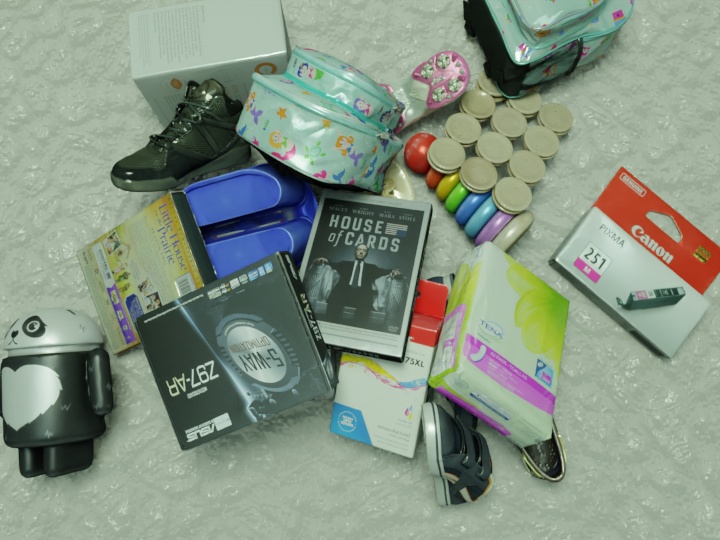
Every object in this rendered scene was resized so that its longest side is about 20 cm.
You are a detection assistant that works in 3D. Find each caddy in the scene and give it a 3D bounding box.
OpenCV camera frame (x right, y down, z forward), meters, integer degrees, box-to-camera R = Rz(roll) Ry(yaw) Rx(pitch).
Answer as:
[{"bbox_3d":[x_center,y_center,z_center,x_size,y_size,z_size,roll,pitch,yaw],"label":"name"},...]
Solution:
[{"bbox_3d":[-0.150,-0.059,0.850,0.194,0.105,0.146,-12,97,14],"label":"caddy"}]

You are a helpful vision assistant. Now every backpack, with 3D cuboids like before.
[{"bbox_3d":[-0.047,-0.177,0.787,0.175,0.199,0.154,32,112,21],"label":"backpack"},{"bbox_3d":[0.255,-0.354,0.858,0.194,0.154,0.180,-18,72,-11],"label":"backpack"}]

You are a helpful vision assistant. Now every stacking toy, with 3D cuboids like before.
[{"bbox_3d":[0.137,-0.109,0.871,0.085,0.085,0.200,-42,79,-4],"label":"stacking toy"}]

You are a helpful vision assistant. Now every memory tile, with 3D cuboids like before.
[{"bbox_3d":[0.187,-0.177,0.864,0.151,0.017,0.202,31,64,9],"label":"memory tile"}]

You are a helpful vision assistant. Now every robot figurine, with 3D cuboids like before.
[{"bbox_3d":[-0.386,0.150,0.818,0.145,0.124,0.207,-2,83,-18],"label":"robot figurine"}]

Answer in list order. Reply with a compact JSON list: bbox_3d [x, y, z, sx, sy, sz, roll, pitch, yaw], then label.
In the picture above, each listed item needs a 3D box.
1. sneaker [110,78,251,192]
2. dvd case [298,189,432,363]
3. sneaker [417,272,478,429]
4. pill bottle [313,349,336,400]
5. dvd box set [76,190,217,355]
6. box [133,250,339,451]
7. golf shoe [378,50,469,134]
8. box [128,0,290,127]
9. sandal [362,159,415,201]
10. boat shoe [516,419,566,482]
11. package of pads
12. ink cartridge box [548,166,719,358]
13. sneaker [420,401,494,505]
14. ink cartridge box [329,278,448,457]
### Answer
[{"bbox_3d":[-0.220,-0.170,0.796,0.197,0.117,0.075,-28,45,-36],"label":"sneaker"},{"bbox_3d":[0.000,0.000,0.788,0.145,0.025,0.206,8,66,12],"label":"dvd case"},{"bbox_3d":[0.107,0.112,0.855,0.080,0.070,0.207,-11,80,16],"label":"sneaker"},{"bbox_3d":[-0.130,0.111,0.825,0.193,0.114,0.118,-4,83,1],"label":"pill bottle"},{"bbox_3d":[-0.272,0.007,0.828,0.196,0.029,0.150,-24,88,30],"label":"dvd box set"},{"bbox_3d":[-0.142,0.092,0.740,0.195,0.043,0.165,-22,88,11],"label":"box"},{"bbox_3d":[0.062,-0.229,0.889,0.195,0.091,0.078,-17,94,21],"label":"golf shoe"},{"bbox_3d":[-0.189,-0.278,0.861,0.193,0.125,0.101,-9,74,-1],"label":"box"},{"bbox_3d":[0.038,-0.055,0.865,0.075,0.070,0.219,2,83,1],"label":"sandal"},{"bbox_3d":[0.209,0.174,0.841,0.070,0.060,0.205,-22,84,-2],"label":"boat shoe"},{"bbox_3d":[0.169,0.083,0.785,0.153,0.068,0.203,34,51,-14],"label":"package of pads"},{"bbox_3d":[0.381,-0.016,0.870,0.199,0.044,0.175,40,87,5],"label":"ink cartridge box"},{"bbox_3d":[0.117,0.216,0.777,0.077,0.202,0.080,-9,51,7],"label":"sneaker"},{"bbox_3d":[0.037,0.111,0.809,0.113,0.067,0.207,12,101,15],"label":"ink cartridge box"}]
